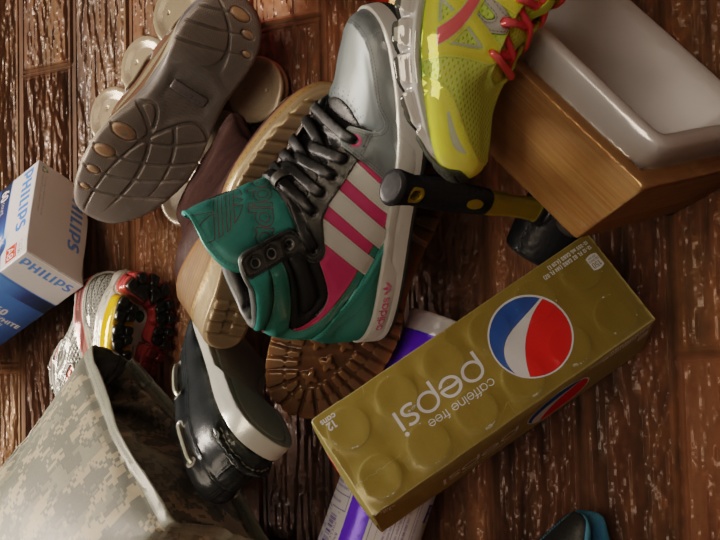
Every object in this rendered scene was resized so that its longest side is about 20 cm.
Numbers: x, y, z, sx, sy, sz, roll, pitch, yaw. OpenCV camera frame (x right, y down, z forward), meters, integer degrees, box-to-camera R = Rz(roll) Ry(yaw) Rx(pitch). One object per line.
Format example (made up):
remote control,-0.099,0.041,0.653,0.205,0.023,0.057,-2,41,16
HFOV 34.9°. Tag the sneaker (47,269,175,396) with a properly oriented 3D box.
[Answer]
sneaker,-0.201,0.098,0.890,0.082,0.078,0.202,8,84,38

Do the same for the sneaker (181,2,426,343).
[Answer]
sneaker,-0.036,-0.046,0.631,0.084,0.120,0.202,-136,45,-54

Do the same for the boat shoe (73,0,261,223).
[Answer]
boat shoe,-0.140,-0.120,0.845,0.200,0.075,0.072,-48,23,14

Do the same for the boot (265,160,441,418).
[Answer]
boot,0.000,0.000,0.760,0.074,0.107,0.201,26,100,-6

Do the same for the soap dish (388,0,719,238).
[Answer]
soap dish,0.121,-0.108,0.664,0.200,0.157,0.082,48,126,23

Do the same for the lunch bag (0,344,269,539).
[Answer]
lunch bag,-0.176,0.168,0.766,0.164,0.117,0.200,-51,47,8

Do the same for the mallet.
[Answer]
mallet,0.071,-0.030,0.660,0.041,0.199,0.066,38,117,32

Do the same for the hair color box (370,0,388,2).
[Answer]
hair color box,-0.054,-0.262,0.820,0.198,0.064,0.112,15,96,31

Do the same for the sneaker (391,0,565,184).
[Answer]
sneaker,0.071,-0.142,0.564,0.089,0.078,0.202,6,85,18

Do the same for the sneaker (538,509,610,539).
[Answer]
sneaker,0.174,0.223,0.657,0.199,0.073,0.082,37,105,26

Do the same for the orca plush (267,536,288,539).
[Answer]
orca plush,-0.100,0.222,0.839,0.199,0.071,0.105,-28,119,31

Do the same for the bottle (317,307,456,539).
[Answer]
bottle,0.022,0.126,0.743,0.065,0.084,0.202,19,84,-1

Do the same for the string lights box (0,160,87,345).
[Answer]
string lights box,-0.309,0.010,0.937,0.199,0.059,0.103,-33,42,25

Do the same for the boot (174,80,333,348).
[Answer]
boot,-0.075,-0.067,0.756,0.201,0.072,0.167,-60,29,26

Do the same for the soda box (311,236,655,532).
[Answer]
soda box,0.073,0.068,0.678,0.199,0.064,0.068,-34,70,-6

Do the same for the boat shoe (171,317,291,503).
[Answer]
boat shoe,-0.099,0.083,0.771,0.076,0.200,0.060,42,96,-19

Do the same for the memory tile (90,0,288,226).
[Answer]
memory tile,-0.120,-0.111,0.878,0.200,0.017,0.154,44,109,24
